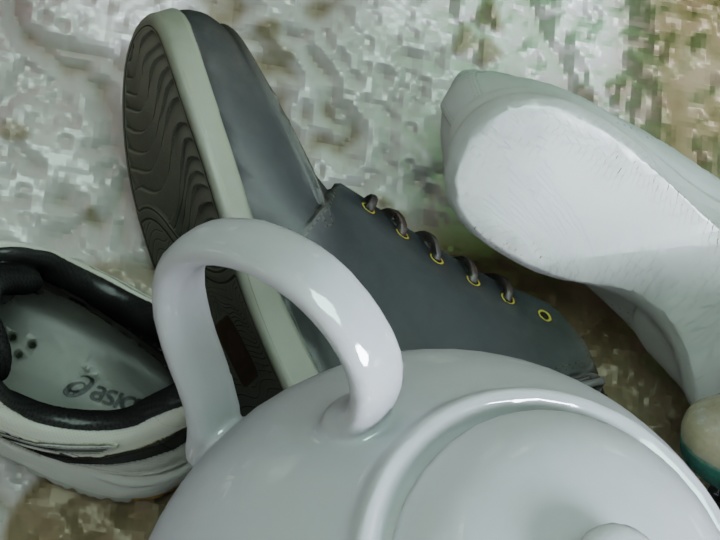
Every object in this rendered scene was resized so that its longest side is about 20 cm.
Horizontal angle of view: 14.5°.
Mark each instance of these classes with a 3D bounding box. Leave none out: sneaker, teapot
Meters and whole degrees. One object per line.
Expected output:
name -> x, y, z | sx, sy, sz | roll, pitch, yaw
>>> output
sneaker -> 0.000, 0.000, 0.918 | 0.106, 0.075, 0.201 | -21, 87, -25
teapot -> 0.035, 0.098, 0.777 | 0.199, 0.146, 0.198 | 8, 64, -21
sneaker -> 0.109, -0.006, 0.948 | 0.200, 0.089, 0.075 | 39, 102, -18
sneaker -> -0.133, 0.009, 0.865 | 0.199, 0.088, 0.076 | 14, 70, -8

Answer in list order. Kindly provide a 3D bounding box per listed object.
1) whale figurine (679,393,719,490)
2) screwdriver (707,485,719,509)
whale figurine -> 0.182, 0.104, 0.840 | 0.200, 0.104, 0.159 | 39, 49, 26
screwdriver -> 0.162, 0.024, 0.905 | 0.028, 0.029, 0.200 | 36, 107, 6
